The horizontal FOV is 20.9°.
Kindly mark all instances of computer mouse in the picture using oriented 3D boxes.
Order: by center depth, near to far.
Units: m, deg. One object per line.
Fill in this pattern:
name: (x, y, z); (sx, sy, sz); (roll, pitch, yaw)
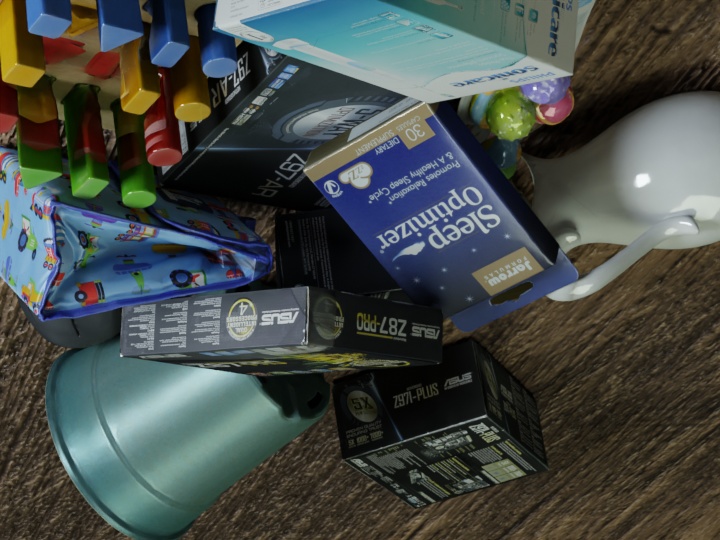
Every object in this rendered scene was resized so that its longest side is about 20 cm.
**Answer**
computer mouse: (-0.256, 0.022, 1.677); (0.137, 0.053, 0.200); (-13, 153, 6)

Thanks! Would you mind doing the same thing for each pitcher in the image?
pitcher: (0.228, -0.054, 1.553); (0.198, 0.173, 0.122); (-15, 131, 14)

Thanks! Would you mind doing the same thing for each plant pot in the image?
plant pot: (-0.144, 0.113, 1.759); (0.195, 0.202, 0.200); (-31, 147, 24)

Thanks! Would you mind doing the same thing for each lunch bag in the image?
lunch bag: (-0.169, -0.027, 1.489); (0.198, 0.150, 0.095); (1, 108, -29)

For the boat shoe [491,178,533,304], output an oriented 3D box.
boat shoe: (0.129, -0.026, 1.717); (0.072, 0.064, 0.201); (-17, 159, 6)

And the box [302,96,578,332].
box: (0.064, -0.035, 1.474); (0.121, 0.033, 0.200); (-27, 116, 31)

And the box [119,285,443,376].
box: (-0.060, 0.048, 1.497); (0.199, 0.050, 0.160); (-5, 167, 40)

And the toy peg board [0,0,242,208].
toy peg board: (-0.181, -0.131, 1.344); (0.198, 0.099, 0.199); (9, 148, -34)

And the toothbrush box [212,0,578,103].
toothbrush box: (0.026, -0.181, 1.279); (0.199, 0.086, 0.146); (15, 166, -38)

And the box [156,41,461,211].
box: (-0.041, -0.116, 1.479); (0.159, 0.044, 0.200); (9, 148, -34)

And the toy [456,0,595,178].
toy: (0.125, -0.124, 1.473); (0.115, 0.047, 0.200); (-31, 164, -22)

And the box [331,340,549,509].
box: (0.085, 0.163, 2.032); (0.162, 0.087, 0.200); (-18, 153, 18)

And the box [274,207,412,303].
box: (0.000, 0.000, 1.634); (0.139, 0.080, 0.200); (-5, 170, -4)
